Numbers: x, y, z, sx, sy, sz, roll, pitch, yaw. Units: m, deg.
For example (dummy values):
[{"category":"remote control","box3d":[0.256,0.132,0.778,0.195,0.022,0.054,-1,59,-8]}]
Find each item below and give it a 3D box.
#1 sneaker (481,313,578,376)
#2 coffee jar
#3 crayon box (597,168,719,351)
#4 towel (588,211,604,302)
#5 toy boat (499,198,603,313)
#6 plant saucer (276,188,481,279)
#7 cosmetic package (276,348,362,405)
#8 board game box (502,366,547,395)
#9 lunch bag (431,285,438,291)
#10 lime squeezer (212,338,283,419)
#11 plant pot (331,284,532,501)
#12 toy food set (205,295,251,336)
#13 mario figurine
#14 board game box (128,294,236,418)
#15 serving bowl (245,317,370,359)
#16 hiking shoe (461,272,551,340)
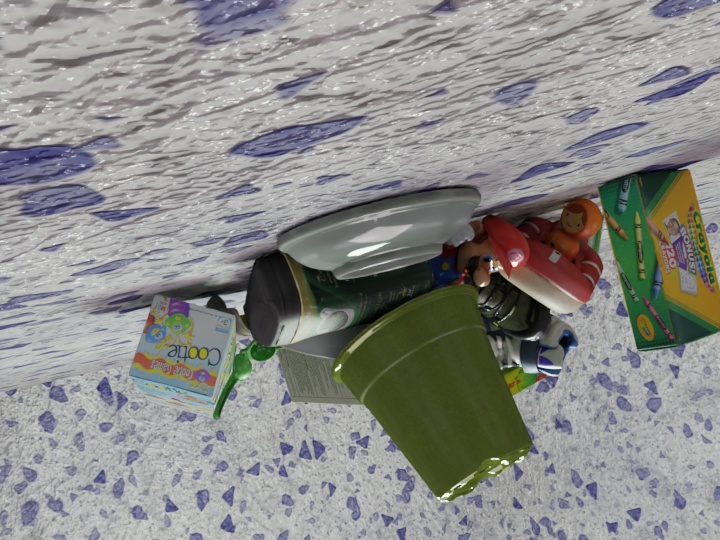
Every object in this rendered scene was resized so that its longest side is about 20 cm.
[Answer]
[{"category":"sneaker","box3d":[0.205,0.107,1.186,0.199,0.081,0.146,-18,-158,-32]},{"category":"coffee jar","box3d":[-0.027,0.019,0.941,0.199,0.086,0.104,-12,152,-24]},{"category":"crayon box","box3d":[0.359,-0.014,1.018,0.118,0.201,0.058,-10,175,-39]},{"category":"towel","box3d":[0.318,-0.007,1.362,0.023,0.153,0.200,15,167,-13]},{"category":"toy boat","box3d":[0.262,-0.034,1.110,0.131,0.130,0.200,-61,169,26]},{"category":"plant saucer","box3d":[0.022,-0.028,0.819,0.199,0.051,0.200,-14,175,-1]},{"category":"cosmetic package","box3d":[-0.018,0.131,1.222,0.199,0.106,0.071,-3,-162,38]},{"category":"board game box","box3d":[0.167,0.154,1.252,0.199,0.048,0.101,-24,-147,-28]},{"category":"lunch bag","box3d":[0.075,0.073,1.323,0.199,0.140,0.168,-8,-154,-36]},{"category":"lime squeezer","box3d":[-0.134,0.125,1.122,0.200,0.070,0.038,-36,146,-34]},{"category":"plant pot","box3d":[0.095,0.151,0.981,0.199,0.190,0.200,-25,157,-12]},{"category":"toy food set","box3d":[-0.139,0.057,1.227,0.199,0.061,0.143,-7,179,-44]},{"category":"mario figurine","box3d":[0.106,-0.002,1.034,0.199,0.107,0.123,-14,176,26]},{"category":"board game box","box3d":[-0.221,0.116,1.101,0.104,0.104,0.200,15,162,-3]},{"category":"serving bowl","box3d":[-0.043,0.044,1.095,0.199,0.066,0.200,11,-163,-3]},{"category":"hiking shoe","box3d":[0.157,0.028,1.130,0.100,0.200,0.076,-2,125,-54]}]
